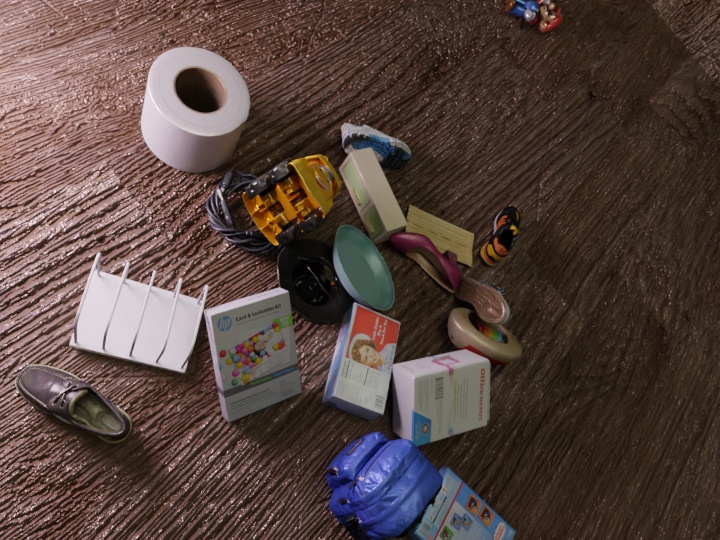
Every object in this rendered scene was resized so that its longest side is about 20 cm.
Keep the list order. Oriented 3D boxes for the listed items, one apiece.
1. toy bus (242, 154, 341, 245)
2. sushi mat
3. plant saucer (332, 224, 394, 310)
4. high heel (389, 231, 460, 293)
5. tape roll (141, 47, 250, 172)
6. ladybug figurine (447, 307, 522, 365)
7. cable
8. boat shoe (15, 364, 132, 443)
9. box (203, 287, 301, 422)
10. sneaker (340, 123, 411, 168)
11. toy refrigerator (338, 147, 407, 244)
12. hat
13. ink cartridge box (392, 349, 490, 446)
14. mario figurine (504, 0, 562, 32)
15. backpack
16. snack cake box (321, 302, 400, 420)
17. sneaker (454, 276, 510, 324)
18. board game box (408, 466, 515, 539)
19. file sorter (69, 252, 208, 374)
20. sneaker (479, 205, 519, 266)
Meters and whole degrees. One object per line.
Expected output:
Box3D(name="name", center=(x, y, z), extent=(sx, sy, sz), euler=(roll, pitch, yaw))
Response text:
Box3D(name="toy bus", center=(-0.105, -0.161, 1.157), extent=(0.192, 0.198, 0.137), euler=(-41, 104, -38))
Box3D(name="sushi mat", center=(0.195, -0.084, 1.439), extent=(0.196, 0.012, 0.098), euler=(22, 62, -18))
Box3D(name="plant saucer", center=(0.000, 0.000, 1.248), extent=(0.200, 0.036, 0.203), euler=(42, 31, -31))
Box3D(name="high heel", center=(0.151, -0.020, 1.355), extent=(0.196, 0.067, 0.098), euler=(17, 56, -22))
Box3D(name="tape roll", center=(-0.335, -0.323, 1.188), extent=(0.198, 0.139, 0.208), euler=(11, 64, -22))
Box3D(name="ladybug figurine", center=(0.276, 0.157, 1.328), extent=(0.197, 0.073, 0.137), euler=(26, 26, -14))
Box3D(name="cable", center=(-0.216, -0.113, 1.213), extent=(0.198, 0.051, 0.165), euler=(34, 56, -13))
Box3D(name="boat shoe", center=(-0.455, 0.207, 0.941), extent=(0.197, 0.065, 0.074), euler=(31, 60, -12))
Box3D(name="box", center=(-0.190, 0.150, 1.061), extent=(0.153, 0.041, 0.205), euler=(-16, 108, -33))
Box3D(name="sneaker", center=(0.038, -0.314, 1.425), extent=(0.196, 0.075, 0.088), euler=(14, 38, -32))
Box3D(name="toy refrigerator", center=(0.025, -0.171, 1.350), extent=(0.069, 0.076, 0.204), euler=(-19, 79, -32))
Box3D(name="hat", center=(-0.108, 0.034, 1.189), extent=(0.198, 0.080, 0.204), euler=(26, 47, -31))
Box3D(name="ink cartridge box", center=(0.166, 0.257, 1.204), extent=(0.196, 0.084, 0.149), euler=(-6, 102, -28))
Box3D(name="mario figurine", center=(0.576, -0.860, 1.914), extent=(0.196, 0.106, 0.126), euler=(17, 96, -12))
Box3D(name="backpack", center=(0.035, 0.384, 1.042), extent=(0.168, 0.200, 0.162), euler=(47, 57, -1))
Box3D(name="snack cake box", center=(0.004, 0.184, 1.192), extent=(0.113, 0.067, 0.204), euler=(23, 60, -15))
Box3D(name="sneaker", center=(0.305, 0.075, 1.339), extent=(0.107, 0.200, 0.071), euler=(19, 101, -26))
Box3D(name="board game box", center=(0.205, 0.522, 1.170), extent=(0.200, 0.037, 0.152), euler=(43, 56, -4))
Box3D(name="file sorter", center=(-0.373, 0.074, 1.007), extent=(0.196, 0.124, 0.142), euler=(18, 62, -20))
Box3D(name="sneaker", center=(0.378, -0.099, 1.495), extent=(0.070, 0.090, 0.201), euler=(39, 57, -7))
